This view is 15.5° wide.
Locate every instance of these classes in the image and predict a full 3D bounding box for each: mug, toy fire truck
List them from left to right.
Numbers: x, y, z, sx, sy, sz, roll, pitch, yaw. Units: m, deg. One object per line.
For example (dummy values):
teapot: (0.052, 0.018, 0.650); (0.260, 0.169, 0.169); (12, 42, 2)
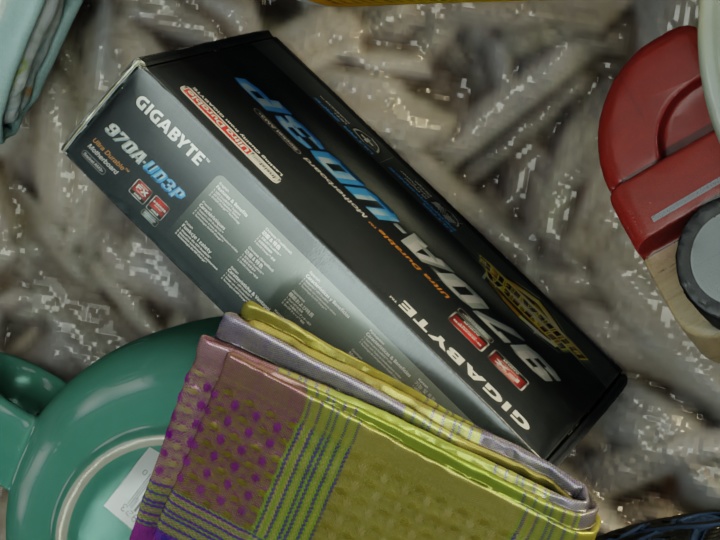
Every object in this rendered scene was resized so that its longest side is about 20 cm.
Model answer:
mug: (-0.073, 0.099, 1.010); (0.185, 0.114, 0.152); (-8, 94, 13)
toy fire truck: (0.155, -0.090, 0.951); (0.176, 0.129, 0.200); (-30, 69, 9)

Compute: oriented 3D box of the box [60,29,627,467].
box: (0.000, 0.000, 0.960); (0.200, 0.159, 0.046); (45, 107, 5)

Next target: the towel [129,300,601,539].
towel: (-0.012, 0.115, 0.902); (0.144, 0.023, 0.200); (26, 125, 6)

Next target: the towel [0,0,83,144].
towel: (-0.171, -0.172, 1.018); (0.171, 0.048, 0.200); (26, 99, 9)

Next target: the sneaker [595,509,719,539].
sneaker: (0.159, 0.129, 0.981); (0.200, 0.076, 0.077); (-3, 96, 17)

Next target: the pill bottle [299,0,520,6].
pill bottle: (0.017, -0.150, 0.936); (0.200, 0.113, 0.113); (4, 98, 44)

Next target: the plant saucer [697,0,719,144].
plant saucer: (0.211, -0.084, 0.863); (0.200, 0.050, 0.200); (-1, 81, 7)
